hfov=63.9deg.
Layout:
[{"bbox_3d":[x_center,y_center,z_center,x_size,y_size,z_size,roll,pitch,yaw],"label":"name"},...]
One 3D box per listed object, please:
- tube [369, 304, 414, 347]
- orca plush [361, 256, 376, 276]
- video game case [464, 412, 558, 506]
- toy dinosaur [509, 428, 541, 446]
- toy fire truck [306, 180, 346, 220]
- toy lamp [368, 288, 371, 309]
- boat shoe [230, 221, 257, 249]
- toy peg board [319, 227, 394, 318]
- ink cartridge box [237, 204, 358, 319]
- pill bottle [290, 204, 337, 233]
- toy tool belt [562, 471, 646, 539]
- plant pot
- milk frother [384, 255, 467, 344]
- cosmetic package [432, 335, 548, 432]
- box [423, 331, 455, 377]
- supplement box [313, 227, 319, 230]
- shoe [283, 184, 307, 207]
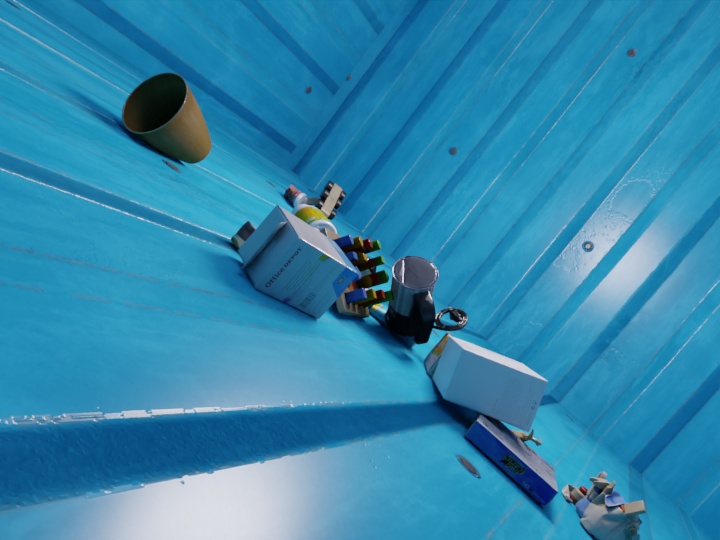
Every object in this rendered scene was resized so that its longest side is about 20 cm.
[{"bbox_3d":[0.078,0.132,1.590,0.200,0.051,0.077,36,7,16],"label":"tube"},{"bbox_3d":[-0.014,-0.019,1.589,0.105,0.071,0.200,48,-27,-12],"label":"orca plush"},{"bbox_3d":[0.317,0.383,1.212,0.200,0.046,0.181,41,8,16],"label":"video game case"},{"bbox_3d":[0.365,0.392,1.344,0.101,0.058,0.200,33,-11,-11],"label":"toy dinosaur"},{"bbox_3d":[-0.185,-0.293,2.581,0.128,0.177,0.200,35,-34,-18],"label":"toy fire truck"},{"bbox_3d":[-0.043,0.031,1.560,0.200,0.058,0.058,38,7,10],"label":"toy lamp"},{"bbox_3d":[-0.179,-0.033,1.230,0.200,0.066,0.072,35,8,-29],"label":"boat shoe"},{"bbox_3d":[0.000,0.000,1.385,0.199,0.097,0.201,26,48,-71],"label":"toy peg board"},{"bbox_3d":[-0.129,-0.020,1.119,0.200,0.129,0.125,33,14,-43],"label":"ink cartridge box"},{"bbox_3d":[-0.154,-0.136,1.798,0.111,0.111,0.200,34,9,-33],"label":"pill bottle"},{"bbox_3d":[0.536,0.503,1.252,0.125,0.123,0.200,38,7,-5],"label":"toy tool belt"},{"bbox_3d":[-0.477,-0.373,1.502,0.186,0.186,0.200,43,-5,31],"label":"plant pot"},{"bbox_3d":[0.180,0.072,1.490,0.181,0.199,0.189,48,-31,33],"label":"milk frother"},{"bbox_3d":[0.285,0.249,1.314,0.199,0.124,0.199,20,2,-1],"label":"cosmetic package"},{"bbox_3d":[0.271,0.266,1.477,0.200,0.102,0.113,38,8,-5],"label":"box"},{"bbox_3d":[-0.132,-0.046,1.403,0.101,0.104,0.200,41,7,15],"label":"supplement box"},{"bbox_3d":[-0.281,-0.311,2.430,0.091,0.072,0.200,37,2,-2],"label":"shoe"}]
